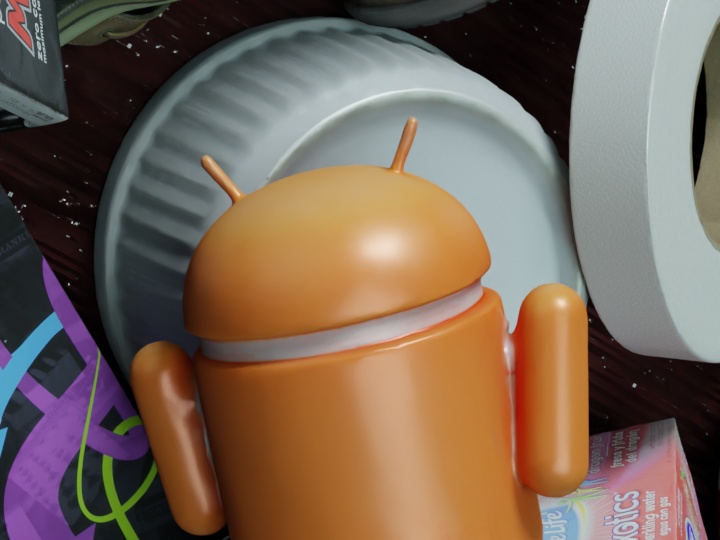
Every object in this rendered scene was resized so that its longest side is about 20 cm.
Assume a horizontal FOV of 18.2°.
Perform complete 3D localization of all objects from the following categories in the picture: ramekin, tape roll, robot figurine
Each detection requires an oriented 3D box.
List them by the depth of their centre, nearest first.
[{"bbox_3d":[0.003,0.050,0.802,0.116,0.143,0.201,-18,101,-35],"label":"robot figurine"},{"bbox_3d":[0.000,0.000,0.918,0.199,0.105,0.202,-5,102,-24],"label":"ramekin"},{"bbox_3d":[0.145,-0.062,0.951,0.202,0.037,0.204,-16,108,-59],"label":"tape roll"}]

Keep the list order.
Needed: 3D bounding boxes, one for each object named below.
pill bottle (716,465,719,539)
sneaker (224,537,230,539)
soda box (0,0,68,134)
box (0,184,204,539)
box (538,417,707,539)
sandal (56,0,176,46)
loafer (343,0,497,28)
[{"bbox_3d":[0.220,0.138,1.040,0.112,0.112,0.202,-5,101,-24],"label":"pill bottle"},{"bbox_3d":[-0.054,0.162,0.912,0.199,0.085,0.077,-31,72,12],"label":"sneaker"},{"bbox_3d":[-0.147,-0.145,0.737,0.063,0.071,0.202,-10,80,14],"label":"soda box"},{"bbox_3d":[-0.168,0.064,0.892,0.143,0.036,0.201,-35,111,-15],"label":"box"},{"bbox_3d":[0.098,0.153,0.931,0.094,0.200,0.103,-13,109,12],"label":"box"},{"bbox_3d":[-0.113,-0.120,0.873,0.200,0.057,0.080,-25,80,-1],"label":"sandal"},{"bbox_3d":[0.073,-0.165,0.904,0.199,0.073,0.071,-27,108,18],"label":"loafer"}]
